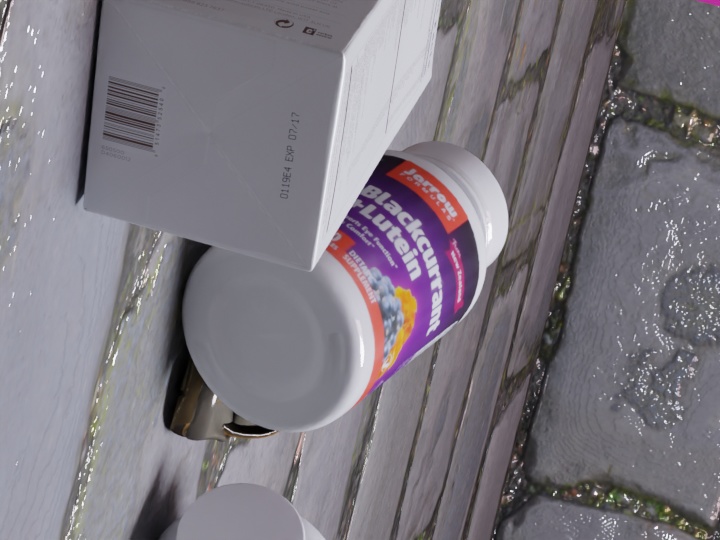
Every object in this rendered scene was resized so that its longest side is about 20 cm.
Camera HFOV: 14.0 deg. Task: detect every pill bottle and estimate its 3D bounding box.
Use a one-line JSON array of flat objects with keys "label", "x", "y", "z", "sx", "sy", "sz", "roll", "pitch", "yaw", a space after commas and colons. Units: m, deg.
[{"label": "pill bottle", "x": -0.066, "y": 0.201, "z": 1.643, "sx": 0.200, "sy": 0.111, "sz": 0.111, "roll": 93, "pitch": 15, "yaw": -54}, {"label": "pill bottle", "x": 0.000, "y": 0.000, "z": 1.585, "sx": 0.200, "sy": 0.111, "sz": 0.112, "roll": -36, "pitch": 143, "yaw": -54}]

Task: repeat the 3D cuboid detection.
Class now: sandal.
[{"label": "sandal", "x": -0.055, "y": 0.058, "z": 1.649, "sx": 0.200, "sy": 0.054, "sz": 0.082, "roll": -15, "pitch": 120, "yaw": -79}]

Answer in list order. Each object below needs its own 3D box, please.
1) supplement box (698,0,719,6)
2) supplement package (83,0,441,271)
[{"label": "supplement box", "x": 0.271, "y": -0.309, "z": 2.537, "sx": 0.103, "sy": 0.200, "sz": 0.101, "roll": 95, "pitch": 15, "yaw": -54}, {"label": "supplement package", "x": -0.036, "y": -0.105, "z": 1.328, "sx": 0.200, "sy": 0.109, "sz": 0.114, "roll": -59, "pitch": 162, "yaw": -57}]
